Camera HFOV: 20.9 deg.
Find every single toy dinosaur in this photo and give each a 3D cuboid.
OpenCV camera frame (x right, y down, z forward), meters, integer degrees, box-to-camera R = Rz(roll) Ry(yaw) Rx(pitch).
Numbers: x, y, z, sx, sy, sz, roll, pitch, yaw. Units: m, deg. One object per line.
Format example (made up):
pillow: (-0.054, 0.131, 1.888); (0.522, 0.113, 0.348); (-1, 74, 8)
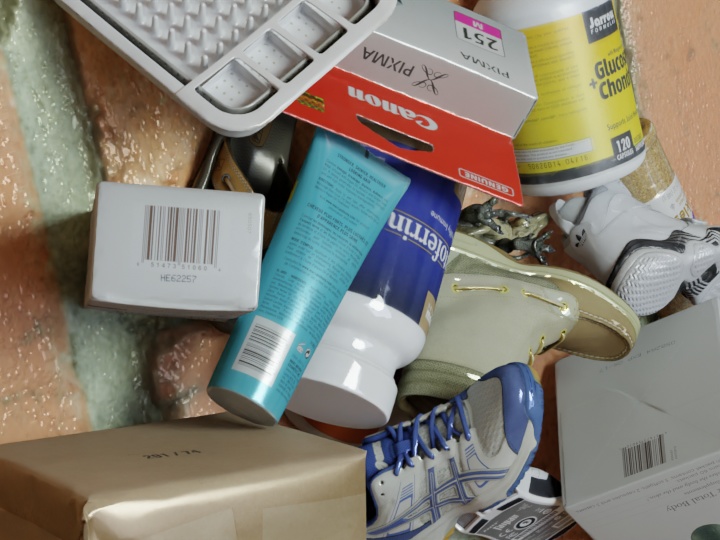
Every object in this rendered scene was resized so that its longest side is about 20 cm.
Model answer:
toy dinosaur: (0.091, -0.032, 1.487); (0.199, 0.088, 0.048); (7, 87, -43)

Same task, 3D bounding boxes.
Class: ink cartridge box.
ink cartridge box: (0.028, -0.140, 1.347); (0.199, 0.044, 0.174); (20, 32, -16)

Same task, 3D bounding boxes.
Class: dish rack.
dish rack: (-0.095, -0.179, 1.272); (0.200, 0.044, 0.172); (39, 63, 15)

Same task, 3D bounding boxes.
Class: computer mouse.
computer mouse: (0.100, 0.174, 1.509); (0.199, 0.109, 0.044); (23, 36, -51)

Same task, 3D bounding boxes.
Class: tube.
tube: (-0.036, 0.002, 1.274); (0.077, 0.050, 0.201); (36, 68, -25)

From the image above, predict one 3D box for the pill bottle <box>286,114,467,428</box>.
pill bottle: (0.000, 0.000, 1.362); (0.115, 0.115, 0.202); (32, 66, -38)

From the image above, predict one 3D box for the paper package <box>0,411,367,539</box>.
paper package: (-0.120, 0.159, 1.207); (0.199, 0.190, 0.105); (-6, 99, -33)

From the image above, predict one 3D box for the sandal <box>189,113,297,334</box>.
sandal: (-0.072, -0.056, 1.357); (0.081, 0.054, 0.202); (28, 71, -39)

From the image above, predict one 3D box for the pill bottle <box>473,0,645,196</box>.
pill bottle: (0.150, -0.167, 1.526); (0.112, 0.111, 0.202); (-27, 109, -40)

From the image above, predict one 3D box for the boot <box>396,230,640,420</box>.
boot: (0.117, 0.067, 1.437); (0.199, 0.072, 0.156); (21, 50, -20)

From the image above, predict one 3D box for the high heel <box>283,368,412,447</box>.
high heel: (0.020, 0.086, 1.464); (0.199, 0.096, 0.068); (11, 123, -29)

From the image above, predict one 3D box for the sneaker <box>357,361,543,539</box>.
sneaker: (0.046, 0.133, 1.332); (0.088, 0.200, 0.076); (18, 38, -28)

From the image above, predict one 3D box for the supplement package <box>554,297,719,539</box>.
supplement package: (0.272, 0.158, 1.573); (0.200, 0.151, 0.152); (45, 33, -37)

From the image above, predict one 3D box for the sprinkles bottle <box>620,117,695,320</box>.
sprinkles bottle: (0.255, -0.030, 1.654); (0.068, 0.068, 0.201); (-46, 119, -33)

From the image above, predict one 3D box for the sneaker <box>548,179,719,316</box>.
sneaker: (0.238, -0.028, 1.572); (0.199, 0.115, 0.075); (-9, 135, -47)

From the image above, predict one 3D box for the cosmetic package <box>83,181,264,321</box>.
cosmetic package: (-0.118, -0.008, 1.203); (0.101, 0.200, 0.075); (5, 85, -7)
